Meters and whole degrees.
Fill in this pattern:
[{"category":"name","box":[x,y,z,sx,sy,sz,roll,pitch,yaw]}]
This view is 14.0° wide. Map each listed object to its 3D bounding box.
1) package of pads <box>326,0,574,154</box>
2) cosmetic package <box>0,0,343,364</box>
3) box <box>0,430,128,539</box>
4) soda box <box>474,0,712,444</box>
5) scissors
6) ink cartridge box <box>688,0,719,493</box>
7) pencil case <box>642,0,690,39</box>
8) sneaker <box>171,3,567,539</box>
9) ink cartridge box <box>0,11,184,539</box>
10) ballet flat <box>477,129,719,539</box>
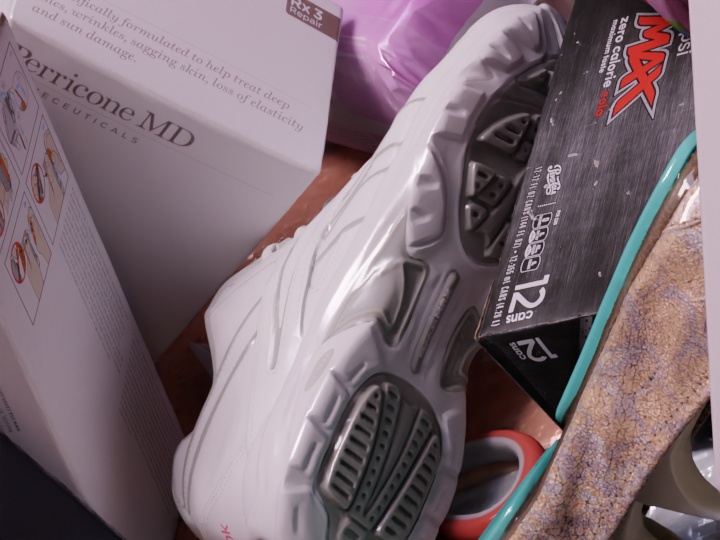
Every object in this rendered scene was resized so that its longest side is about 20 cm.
[{"category":"package of pads","box":[0.004,-0.104,1.009,0.121,0.076,0.200,-52,35,-14]},{"category":"cosmetic package","box":[-0.102,-0.025,0.945,0.200,0.112,0.082,-49,24,44]},{"category":"box","box":[-0.173,0.125,0.838,0.199,0.198,0.124,-20,43,31]},{"category":"soda box","box":[0.099,-0.046,0.859,0.070,0.063,0.201,-13,45,36]},{"category":"scissors","box":[-0.016,0.065,0.904,0.199,0.014,0.073,16,67,50]},{"category":"ink cartridge box","box":[0.167,0.003,0.607,0.084,0.146,0.199,-26,32,-34]},{"category":"pencil case","box":[0.072,-0.138,0.852,0.087,0.087,0.200,-43,38,0]},{"category":"sneaker","box":[0.000,0.000,0.879,0.099,0.078,0.201,4,55,47]},{"category":"ink cartridge box","box":[-0.164,0.029,0.885,0.174,0.201,0.084,-4,46,14]},{"category":"ballet flat","box":[0.071,0.058,0.754,0.068,0.067,0.201,-43,-19,-57]}]
